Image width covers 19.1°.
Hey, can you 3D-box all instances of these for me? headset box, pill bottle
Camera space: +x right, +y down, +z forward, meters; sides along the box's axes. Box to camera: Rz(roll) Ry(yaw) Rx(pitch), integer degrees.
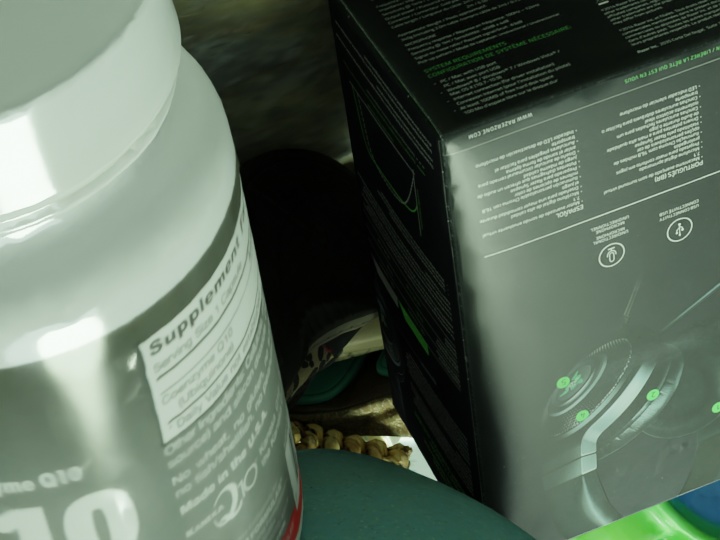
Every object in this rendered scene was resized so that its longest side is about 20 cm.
[{"bbox_3d":[0.095,-0.017,0.699,0.173,0.093,0.201,-20,132,-11],"label":"headset box"},{"bbox_3d":[-0.081,0.007,0.529,0.113,0.114,0.201,-21,137,-11],"label":"pill bottle"}]

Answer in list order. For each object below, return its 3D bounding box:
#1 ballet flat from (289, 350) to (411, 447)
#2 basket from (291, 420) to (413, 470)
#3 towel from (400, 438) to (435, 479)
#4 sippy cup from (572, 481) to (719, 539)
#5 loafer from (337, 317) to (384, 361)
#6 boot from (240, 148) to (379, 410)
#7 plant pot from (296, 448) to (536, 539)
[{"bbox_3d":[0.015,0.054,0.923,0.199,0.066,0.071,-1,-140,43],"label":"ballet flat"},{"bbox_3d":[-0.086,0.141,0.933,0.148,0.144,0.200,15,161,-20],"label":"basket"},{"bbox_3d":[0.029,0.094,1.175,0.198,0.049,0.171,-5,165,-15],"label":"towel"},{"bbox_3d":[0.118,0.073,0.975,0.177,0.141,0.130,1,166,-39],"label":"sippy cup"},{"bbox_3d":[0.000,0.000,0.861,0.198,0.068,0.076,-12,177,18],"label":"loafer"},{"bbox_3d":[-0.066,0.046,0.761,0.151,0.073,0.200,-47,-176,32],"label":"boot"},{"bbox_3d":[-0.009,0.136,0.659,0.199,0.135,0.201,-14,140,-12],"label":"plant pot"}]
